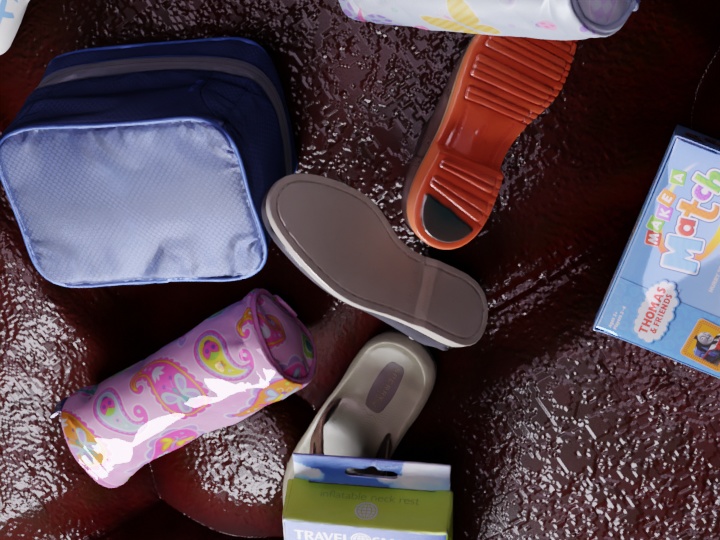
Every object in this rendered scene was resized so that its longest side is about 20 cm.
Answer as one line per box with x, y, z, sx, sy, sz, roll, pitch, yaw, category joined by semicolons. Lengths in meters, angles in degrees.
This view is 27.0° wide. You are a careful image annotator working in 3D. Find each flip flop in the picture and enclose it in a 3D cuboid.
-0.005;0.136;1.121;0.081;0.058;0.200;29;115;3;flip flop

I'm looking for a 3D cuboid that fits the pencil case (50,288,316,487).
-0.132;0.088;1.125;0.200;0.087;0.087;-28;101;23;pencil case

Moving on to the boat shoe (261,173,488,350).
0.000;0.000;1.027;0.200;0.073;0.063;32;156;-33;boat shoe

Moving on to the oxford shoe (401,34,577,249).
0.078;-0.115;1.000;0.071;0.073;0.200;27;96;-23;oxford shoe

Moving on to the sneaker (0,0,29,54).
-0.227;-0.232;1.037;0.072;0.072;0.200;16;121;-13;sneaker

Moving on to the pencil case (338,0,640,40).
0.074;-0.192;0.922;0.200;0.083;0.091;10;81;40;pencil case

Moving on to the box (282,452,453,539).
0.007;0.223;1.118;0.122;0.048;0.200;3;131;6;box

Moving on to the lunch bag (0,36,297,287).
-0.148;-0.078;1.040;0.200;0.132;0.136;-1;125;14;lunch bag

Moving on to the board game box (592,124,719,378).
0.278;0.008;1.010;0.200;0.037;0.151;22;114;5;board game box
